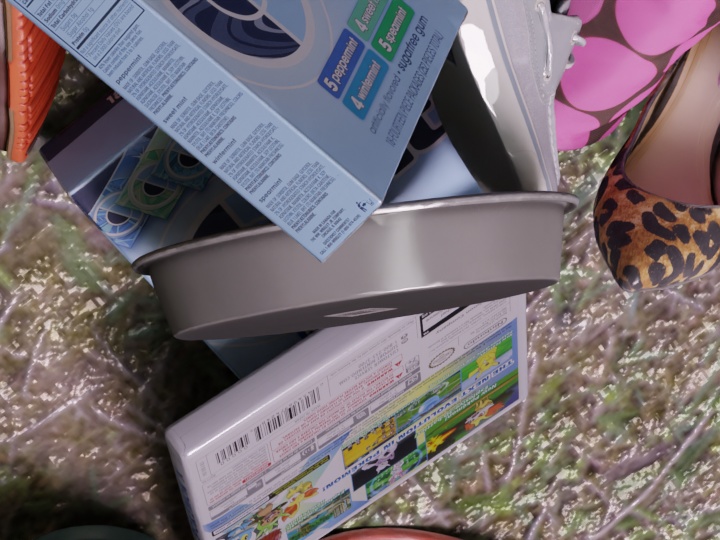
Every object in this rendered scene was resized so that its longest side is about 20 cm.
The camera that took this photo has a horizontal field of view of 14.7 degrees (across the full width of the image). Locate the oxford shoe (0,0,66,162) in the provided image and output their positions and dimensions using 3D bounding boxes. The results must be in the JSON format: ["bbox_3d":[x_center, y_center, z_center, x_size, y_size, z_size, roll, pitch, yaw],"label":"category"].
[{"bbox_3d":[-0.170,-0.135,1.230,0.072,0.071,0.201,8,131,10],"label":"oxford shoe"}]

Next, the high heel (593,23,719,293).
[{"bbox_3d":[0.165,-0.082,1.353,0.071,0.200,0.143,20,124,11],"label":"high heel"}]

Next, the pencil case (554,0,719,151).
[{"bbox_3d":[0.143,-0.138,1.311,0.094,0.091,0.200,-43,-179,-43],"label":"pencil case"}]

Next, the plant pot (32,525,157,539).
[{"bbox_3d":[-0.132,0.213,1.394,0.199,0.135,0.201,-2,125,-3],"label":"plant pot"}]

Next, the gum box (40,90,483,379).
[{"bbox_3d":[-0.028,-0.043,1.340,0.170,0.045,0.200,-39,132,1],"label":"gum box"}]

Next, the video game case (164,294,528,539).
[{"bbox_3d":[-0.001,0.070,1.394,0.199,0.022,0.183,-33,154,-13],"label":"video game case"}]

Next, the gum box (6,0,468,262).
[{"bbox_3d":[-0.059,-0.120,1.137,0.200,0.170,0.045,40,123,-11],"label":"gum box"}]

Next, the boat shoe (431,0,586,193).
[{"bbox_3d":[0.068,-0.109,1.269,0.071,0.070,0.202,-30,128,-15],"label":"boat shoe"}]

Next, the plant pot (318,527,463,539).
[{"bbox_3d":[0.016,0.277,1.498,0.200,0.201,0.196,1,128,-26],"label":"plant pot"}]

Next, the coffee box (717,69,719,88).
[{"bbox_3d":[0.319,-0.155,1.314,0.199,0.197,0.201,17,82,-33],"label":"coffee box"}]

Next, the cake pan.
[{"bbox_3d":[0.000,0.000,1.229,0.199,0.200,0.037,-6,85,-22],"label":"cake pan"}]
